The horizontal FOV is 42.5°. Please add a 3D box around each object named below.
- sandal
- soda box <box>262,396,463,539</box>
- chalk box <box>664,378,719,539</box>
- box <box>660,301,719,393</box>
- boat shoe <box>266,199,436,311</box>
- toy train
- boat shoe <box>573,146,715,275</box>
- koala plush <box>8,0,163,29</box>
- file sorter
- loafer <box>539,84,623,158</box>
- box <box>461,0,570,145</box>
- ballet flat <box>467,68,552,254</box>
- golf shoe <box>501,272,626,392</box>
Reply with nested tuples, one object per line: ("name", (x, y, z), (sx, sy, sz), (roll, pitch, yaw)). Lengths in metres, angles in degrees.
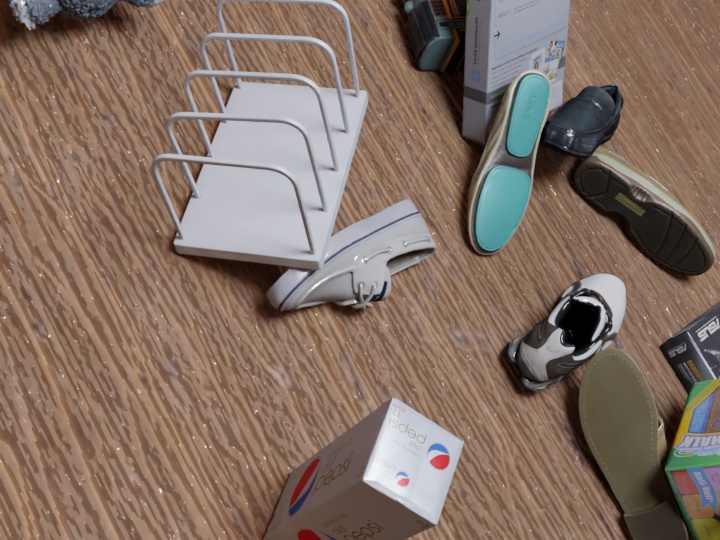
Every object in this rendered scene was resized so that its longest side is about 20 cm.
("sandal", (0.278, 0.184, 0.943), (0.069, 0.076, 0.216), (-1, 73, -70))
("soda box", (-0.005, 0.169, 0.696), (0.063, 0.200, 0.069), (31, 54, -9))
("chalk box", (0.381, 0.205, 0.899), (0.200, 0.122, 0.126), (-42, 111, -50))
("box", (0.458, 0.109, 1.079), (0.198, 0.048, 0.160), (-24, 79, -35))
("boat shoe", (0.000, 0.000, 0.869), (0.198, 0.071, 0.070), (-29, 79, -43))
("toy train", (0.098, -0.322, 1.079), (0.111, 0.085, 0.204), (-8, 69, -21))
("boat shoe", (0.346, -0.080, 1.103), (0.199, 0.072, 0.076), (42, 42, -4))
("koala plush", (-0.271, -0.317, 0.825), (0.175, 0.183, 0.204), (-16, 86, -33))
("file sorter", (-0.085, -0.126, 0.814), (0.135, 0.126, 0.203), (6, 57, 13))
("loafer", (0.256, -0.176, 1.060), (0.067, 0.072, 0.200), (26, 27, 20))
("box", (0.176, -0.261, 1.029), (0.041, 0.204, 0.155), (27, 43, 36))
("ballet flat", (0.156, -0.117, 1.002), (0.068, 0.069, 0.204), (19, 92, -19))
("golf shoe", (0.237, 0.053, 0.957), (0.078, 0.095, 0.199), (50, 52, 4))
